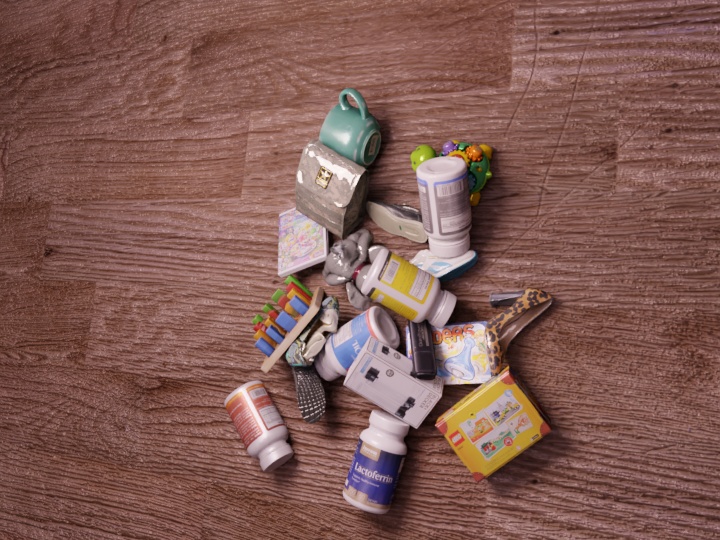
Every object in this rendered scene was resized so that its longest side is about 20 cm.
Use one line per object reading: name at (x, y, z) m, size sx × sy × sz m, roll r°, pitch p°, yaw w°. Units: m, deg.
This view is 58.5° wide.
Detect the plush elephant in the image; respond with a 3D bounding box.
plush elephant at (0.000, 0.000, 1.536) m, size 0.155 × 0.200 × 0.165 m, roll 44°, pitch 91°, yaw 5°

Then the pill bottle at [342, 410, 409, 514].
pill bottle at (0.040, 0.430, 1.457) m, size 0.114 × 0.115 × 0.204 m, roll 16°, pitch 87°, yaw 25°

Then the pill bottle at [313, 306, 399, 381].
pill bottle at (-0.013, 0.180, 1.522) m, size 0.199 × 0.112 × 0.114 m, roll -35°, pitch 69°, yaw 24°

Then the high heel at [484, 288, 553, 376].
high heel at (0.341, 0.129, 1.382) m, size 0.140 × 0.072 × 0.204 m, roll -6°, pitch 57°, yaw 28°

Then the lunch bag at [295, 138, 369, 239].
lunch bag at (-0.070, -0.202, 1.555) m, size 0.162 × 0.202 × 0.118 m, roll 32°, pitch 55°, yaw 18°

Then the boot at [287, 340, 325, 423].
boot at (-0.128, 0.264, 1.561) m, size 0.066 × 0.131 × 0.204 m, roll -14°, pitch 81°, yaw -5°

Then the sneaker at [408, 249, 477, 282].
sneaker at (0.176, -0.014, 1.500) m, size 0.197 × 0.076 × 0.082 m, roll -21°, pitch 71°, yaw 17°

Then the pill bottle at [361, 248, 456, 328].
pill bottle at (0.109, 0.046, 1.424) m, size 0.197 × 0.111 × 0.113 m, roll 29°, pitch 93°, yaw -4°

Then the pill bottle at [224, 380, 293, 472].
pill bottle at (-0.247, 0.386, 1.592) m, size 0.112 × 0.112 × 0.202 m, roll -38°, pitch 68°, yaw 13°

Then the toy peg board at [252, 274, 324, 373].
toy peg board at (-0.190, 0.114, 1.556) m, size 0.097 × 0.199 × 0.201 m, roll 39°, pitch 98°, yaw -7°

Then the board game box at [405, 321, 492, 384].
board game box at (0.203, 0.192, 1.472) m, size 0.196 × 0.034 × 0.139 m, roll -7°, pitch 78°, yaw 22°

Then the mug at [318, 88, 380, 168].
mug at (-0.020, -0.329, 1.582) m, size 0.113 × 0.186 × 0.154 m, roll 25°, pitch 73°, yaw 21°

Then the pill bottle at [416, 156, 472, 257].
pill bottle at (0.191, -0.140, 1.438) m, size 0.111 × 0.114 × 0.204 m, roll 3°, pitch 121°, yaw 24°

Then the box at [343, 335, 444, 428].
box at (0.075, 0.250, 1.438) m, size 0.198 × 0.060 × 0.118 m, roll 32°, pitch 118°, yaw -4°

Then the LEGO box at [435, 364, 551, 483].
LEGO box at (0.283, 0.325, 1.371) m, size 0.199 × 0.077 × 0.150 m, roll -39°, pitch 83°, yaw 13°

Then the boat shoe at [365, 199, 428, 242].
boat shoe at (0.099, -0.130, 1.570) m, size 0.198 × 0.073 × 0.068 m, roll 25°, pitch 54°, yaw 32°

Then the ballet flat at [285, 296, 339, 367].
ballet flat at (-0.092, 0.145, 1.494) m, size 0.073 × 0.075 × 0.202 m, roll 21°, pitch 62°, yaw 25°

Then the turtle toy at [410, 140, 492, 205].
turtle toy at (0.213, -0.243, 1.509) m, size 0.196 × 0.101 × 0.149 m, roll 14°, pitch 86°, yaw 25°

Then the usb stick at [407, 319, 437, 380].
usb stick at (0.136, 0.153, 1.446) m, size 0.054 × 0.033 × 0.203 m, roll 1°, pitch 51°, yaw -6°

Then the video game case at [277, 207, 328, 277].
video game case at (-0.147, -0.089, 1.643) m, size 0.141 × 0.018 × 0.203 m, roll -21°, pitch 50°, yaw 20°
